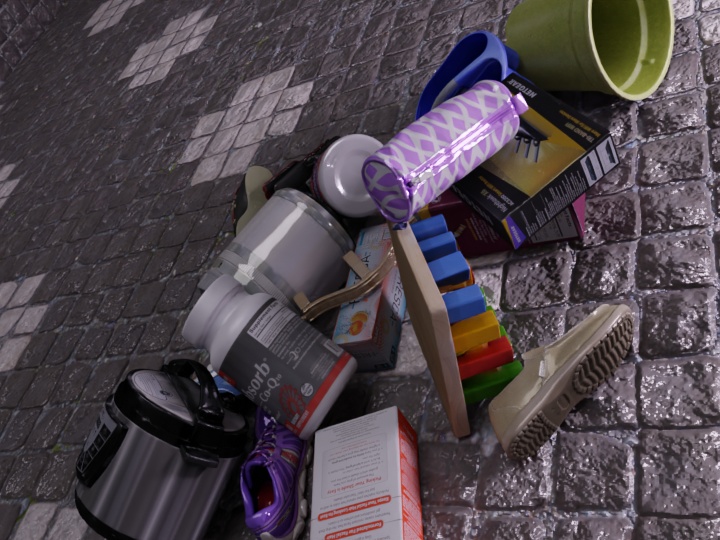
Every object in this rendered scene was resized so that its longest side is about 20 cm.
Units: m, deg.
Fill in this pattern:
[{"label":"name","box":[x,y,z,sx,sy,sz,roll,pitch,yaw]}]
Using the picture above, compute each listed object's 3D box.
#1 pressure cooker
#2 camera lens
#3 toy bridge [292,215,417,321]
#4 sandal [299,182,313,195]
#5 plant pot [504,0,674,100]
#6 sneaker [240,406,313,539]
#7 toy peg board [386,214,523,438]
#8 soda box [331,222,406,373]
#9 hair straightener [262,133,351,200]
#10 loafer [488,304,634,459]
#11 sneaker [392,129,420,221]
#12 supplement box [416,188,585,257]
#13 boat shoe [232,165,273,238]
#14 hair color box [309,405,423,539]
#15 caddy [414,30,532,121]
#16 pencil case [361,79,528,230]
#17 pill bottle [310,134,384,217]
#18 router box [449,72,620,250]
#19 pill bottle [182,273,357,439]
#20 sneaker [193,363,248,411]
[{"label":"pressure cooker","box":[-0.229,0.209,0.911,0.173,0.178,0.204,27,93,15]},{"label":"camera lens","box":[-0.111,-0.001,1.077,0.159,0.161,0.201,23,67,47]},{"label":"toy bridge","box":[0.000,0.000,0.985,0.199,0.027,0.067,-41,38,-4]},{"label":"sandal","box":[-0.097,-0.102,1.260,0.076,0.043,0.200,-39,39,-3]},{"label":"plant pot","box":[0.312,-0.335,1.084,0.182,0.201,0.202,4,52,54]},{"label":"sneaker","box":[-0.105,0.227,0.909,0.079,0.084,0.202,-25,39,13]},{"label":"toy peg board","box":[0.109,0.038,0.857,0.096,0.202,0.202,-17,40,-2]},{"label":"soda box","box":[0.021,0.032,1.016,0.062,0.069,0.203,-11,45,29]},{"label":"hair straightener","box":[-0.073,-0.178,1.293,0.199,0.042,0.076,-38,29,-30]},{"label":"loafer","box":[0.206,0.104,0.799,0.200,0.076,0.068,-44,45,-7]},{"label":"sneaker","box":[0.065,-0.127,1.130,0.072,0.081,0.203,-19,42,20]},{"label":"supplement box","box":[0.188,-0.106,0.999,0.196,0.104,0.133,-10,45,29]},{"label":"boat shoe","box":[-0.181,-0.082,1.294,0.063,0.072,0.205,-50,34,46]},{"label":"hair color box","box":[0.007,0.258,0.810,0.109,0.064,0.203,-20,40,19]},{"label":"caddy","box":[0.154,-0.241,1.091,0.201,0.103,0.144,-50,46,39]},{"label":"pencil case","box":[0.090,-0.134,0.835,0.199,0.085,0.085,-40,10,-25]},{"label":"pill bottle","box":[-0.017,-0.135,1.129,0.111,0.112,0.200,-40,8,-4]},{"label":"router box","box":[0.183,-0.137,0.909,0.156,0.052,0.201,-39,41,0]},{"label":"pill bottle","box":[-0.111,0.101,0.925,0.198,0.116,0.117,35,69,5]},{"label":"sneaker","box":[-0.236,0.203,1.038,0.198,0.079,0.090,-34,36,3]}]
